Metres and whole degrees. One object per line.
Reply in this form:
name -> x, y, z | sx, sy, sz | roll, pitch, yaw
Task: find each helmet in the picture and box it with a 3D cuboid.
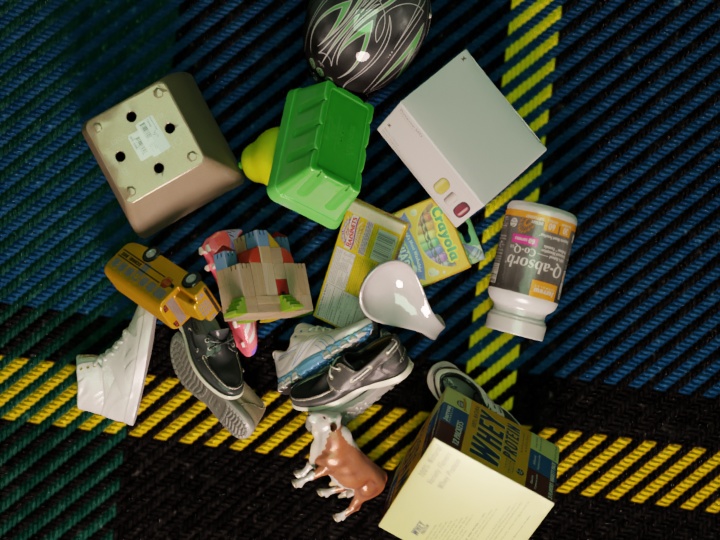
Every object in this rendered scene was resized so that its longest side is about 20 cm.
helmet -> 0.009, -0.373, 1.586 | 0.196, 0.191, 0.204 | 7, 69, -17

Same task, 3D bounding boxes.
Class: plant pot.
plant pot -> -0.314, -0.184, 1.596 | 0.198, 0.177, 0.202 | -29, 90, 0

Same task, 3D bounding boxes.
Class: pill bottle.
pill bottle -> 0.263, 0.001, 1.635 | 0.114, 0.116, 0.204 | 13, 89, -1

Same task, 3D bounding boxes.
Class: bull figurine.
bull figurine -> -0.038, 0.301, 1.618 | 0.121, 0.065, 0.200 | -38, 123, 6

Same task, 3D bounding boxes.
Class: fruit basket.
fruit basket -> -0.087, -0.173, 1.622 | 0.154, 0.215, 0.219 | 24, 89, -27

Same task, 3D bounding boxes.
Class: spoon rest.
spoon rest -> 0.071, 0.053, 1.601 | 0.100, 0.061, 0.199 | -52, 133, 1

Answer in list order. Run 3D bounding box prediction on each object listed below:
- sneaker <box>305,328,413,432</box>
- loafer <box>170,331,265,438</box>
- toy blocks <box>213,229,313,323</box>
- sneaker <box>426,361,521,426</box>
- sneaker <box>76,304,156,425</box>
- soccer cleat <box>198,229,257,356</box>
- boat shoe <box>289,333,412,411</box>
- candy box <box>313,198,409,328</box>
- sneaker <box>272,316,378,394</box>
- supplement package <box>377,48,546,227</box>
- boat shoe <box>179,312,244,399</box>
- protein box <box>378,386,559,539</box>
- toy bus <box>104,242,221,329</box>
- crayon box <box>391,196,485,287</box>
sneaker -> -0.012, 0.180, 1.660 | 0.199, 0.076, 0.081 | -37, 73, -2
loafer -> -0.225, 0.174, 1.657 | 0.201, 0.075, 0.069 | 50, 45, 6
toy blocks -> -0.151, 0.002, 1.603 | 0.099, 0.198, 0.139 | -19, 79, 37
sneaker -> 0.183, 0.227, 1.647 | 0.199, 0.088, 0.076 | 40, 87, -2
sneaker -> -0.389, 0.133, 1.644 | 0.114, 0.074, 0.204 | 14, 91, -4
soccer cleat -> -0.191, 0.034, 1.656 | 0.076, 0.066, 0.203 | -22, 97, -29
boat shoe -> -0.023, 0.153, 1.590 | 0.197, 0.072, 0.068 | -22, 124, 11
candy box -> 0.000, 0.000, 1.625 | 0.101, 0.026, 0.203 | 26, 110, 20
sneaker -> -0.063, 0.111, 1.629 | 0.198, 0.075, 0.088 | -32, 67, 20
supplement package -> 0.155, -0.202, 1.612 | 0.155, 0.111, 0.201 | -40, 90, -24
boat shoe -> -0.227, 0.102, 1.610 | 0.074, 0.066, 0.201 | -4, 52, -34
protein box -> 0.165, 0.327, 1.584 | 0.198, 0.135, 0.200 | 28, 120, -1
toy bus -> -0.301, 0.025, 1.593 | 0.199, 0.066, 0.078 | 28, 65, 39
crayon box -> 0.090, -0.038, 1.664 | 0.197, 0.052, 0.128 | -23, 90, -1
